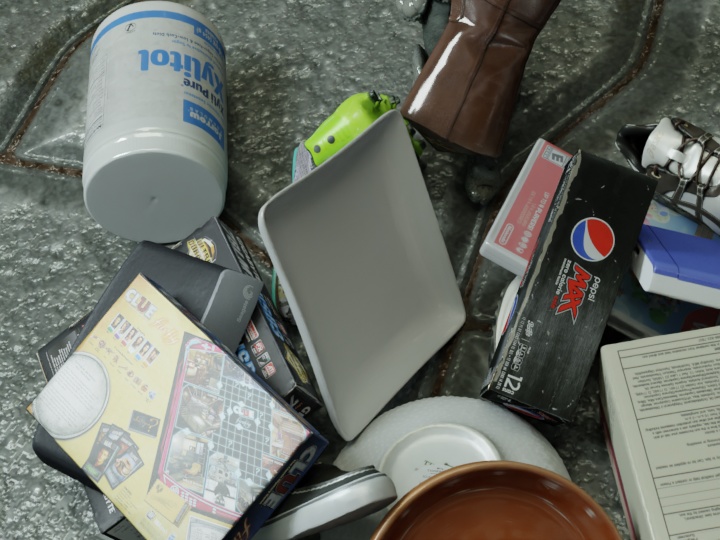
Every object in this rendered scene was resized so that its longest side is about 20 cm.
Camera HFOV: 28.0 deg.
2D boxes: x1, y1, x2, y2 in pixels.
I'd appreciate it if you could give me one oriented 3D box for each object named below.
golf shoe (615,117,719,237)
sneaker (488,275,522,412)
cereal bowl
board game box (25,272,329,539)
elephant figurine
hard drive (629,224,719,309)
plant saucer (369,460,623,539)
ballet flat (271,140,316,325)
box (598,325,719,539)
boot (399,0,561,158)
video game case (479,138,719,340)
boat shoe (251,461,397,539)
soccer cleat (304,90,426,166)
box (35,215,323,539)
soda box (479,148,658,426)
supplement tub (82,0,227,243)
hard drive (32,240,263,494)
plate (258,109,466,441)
[{"bbox_3d":[0.280,-0.078,1.187,0.078,0.094,0.200,-63,25,0],"label":"golf shoe"},{"bbox_3d":[0.157,0.032,1.184,0.079,0.074,0.200,18,57,16],"label":"sneaker"},{"bbox_3d":[0.064,0.174,1.081,0.199,0.083,0.200,-4,51,5],"label":"cereal bowl"},{"bbox_3d":[-0.135,0.112,1.038,0.200,0.035,0.136,40,89,31],"label":"board game box"},{"bbox_3d":[0.097,-0.183,1.340,0.141,0.201,0.155,13,27,37],"label":"elephant figurine"},{"bbox_3d":[0.309,0.009,1.124,0.199,0.025,0.132,13,17,-5],"label":"hard drive"},{"bbox_3d":[0.093,0.232,1.000,0.200,0.032,0.201,0,88,-10],"label":"plant saucer"},{"bbox_3d":[-0.034,-0.042,1.270,0.072,0.072,0.201,0,51,9],"label":"ballet flat"},{"bbox_3d":[0.256,0.153,1.048,0.127,0.109,0.200,-9,52,1],"label":"box"},{"bbox_3d":[0.067,-0.207,1.230,0.186,0.200,0.064,23,15,-1],"label":"boot"},{"bbox_3d":[0.210,-0.016,1.187,0.200,0.017,0.143,29,49,2],"label":"video game case"},{"bbox_3d":[-0.049,0.166,1.045,0.069,0.200,0.057,-9,77,-39],"label":"boat shoe"},{"bbox_3d":[0.003,-0.115,1.266,0.081,0.200,0.068,-31,82,12],"label":"soccer cleat"},{"bbox_3d":[-0.151,0.086,1.163,0.198,0.050,0.200,-37,51,8],"label":"box"},{"bbox_3d":[0.159,0.014,1.104,0.071,0.063,0.200,22,81,0],"label":"soda box"},{"bbox_3d":[-0.189,-0.140,1.337,0.132,0.132,0.200,-8,52,3],"label":"supplement tub"},{"bbox_3d":[-0.171,0.075,1.123,0.135,0.042,0.200,18,76,37],"label":"hard drive"},{"bbox_3d":[0.000,0.000,1.137,0.032,0.200,0.200,-3,26,38],"label":"plate"}]
